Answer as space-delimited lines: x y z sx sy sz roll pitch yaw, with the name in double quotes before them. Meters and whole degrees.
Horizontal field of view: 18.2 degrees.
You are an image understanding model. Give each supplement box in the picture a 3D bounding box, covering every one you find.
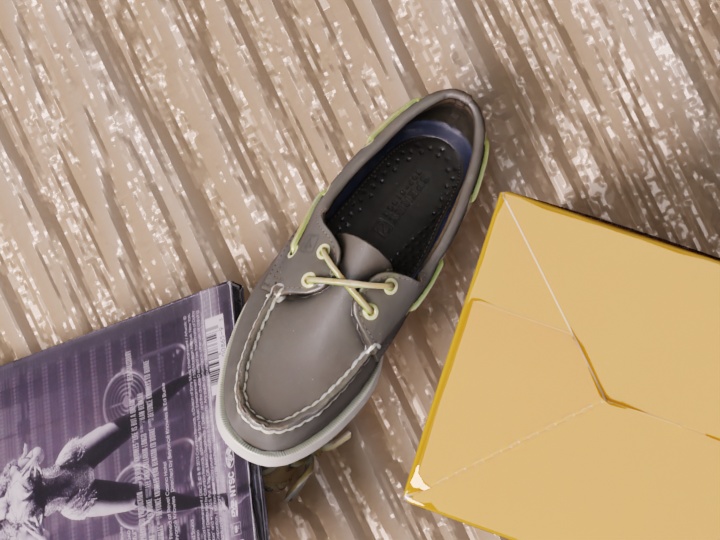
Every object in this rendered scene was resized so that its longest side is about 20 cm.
"supplement box" 0.145 0.061 0.980 0.196 0.200 0.134 19 93 10

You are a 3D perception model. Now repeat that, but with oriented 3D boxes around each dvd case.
"dvd case" -0.129 0.104 1.073 0.199 0.016 0.150 -20 66 30

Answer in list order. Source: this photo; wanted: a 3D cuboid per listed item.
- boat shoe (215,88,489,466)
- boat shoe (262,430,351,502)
"boat shoe" -0.003 -0.002 1.028 0.072 0.060 0.202 30 61 5
"boat shoe" -0.062 0.100 1.093 0.200 0.073 0.063 -42 90 19
